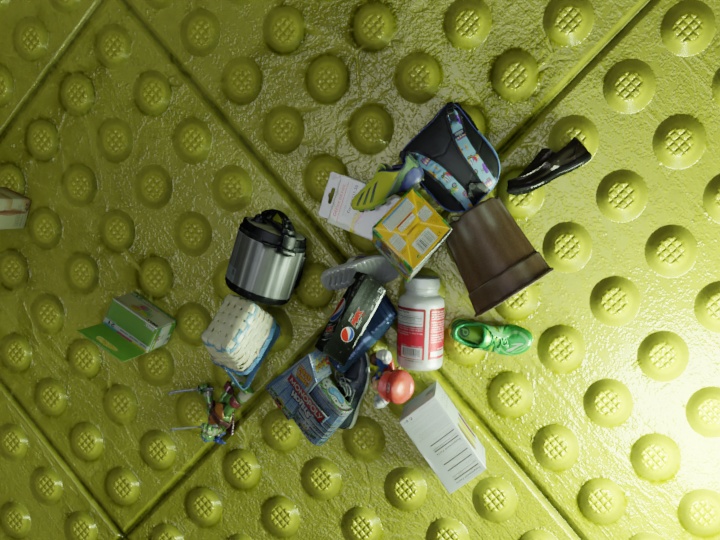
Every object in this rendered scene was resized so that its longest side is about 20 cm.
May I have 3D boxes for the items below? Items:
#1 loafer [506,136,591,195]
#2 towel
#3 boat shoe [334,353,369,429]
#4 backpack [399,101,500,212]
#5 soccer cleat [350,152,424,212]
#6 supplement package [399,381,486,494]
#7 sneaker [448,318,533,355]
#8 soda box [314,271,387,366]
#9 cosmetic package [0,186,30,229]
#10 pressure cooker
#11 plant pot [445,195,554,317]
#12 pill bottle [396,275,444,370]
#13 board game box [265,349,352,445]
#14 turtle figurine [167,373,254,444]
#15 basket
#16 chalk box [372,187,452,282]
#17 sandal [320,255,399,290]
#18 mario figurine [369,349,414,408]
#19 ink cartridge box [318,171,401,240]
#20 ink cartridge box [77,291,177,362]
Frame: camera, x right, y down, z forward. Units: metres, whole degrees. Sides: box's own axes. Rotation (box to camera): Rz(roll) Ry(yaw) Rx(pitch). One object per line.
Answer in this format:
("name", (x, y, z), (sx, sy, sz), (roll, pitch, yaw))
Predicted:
("loafer", (0.407, -0.231, 1.259), (0.195, 0.073, 0.073), (-25, 85, 4))
("towel", (0.001, 0.145, 1.355), (0.200, 0.113, 0.048), (-45, 130, 9))
("boat shoe", (-0.031, 0.289, 1.385), (0.074, 0.060, 0.207), (33, 111, 50))
("backpack", (0.207, -0.237, 1.259), (0.182, 0.134, 0.201), (-43, 86, 11))
("soccer cleat", (0.049, -0.192, 1.235), (0.196, 0.065, 0.085), (-21, 115, 37))
("supplement package", (0.194, 0.388, 1.333), (0.108, 0.114, 0.202), (-37, 89, 13))
("sneaker", (0.298, 0.159, 1.305), (0.192, 0.084, 0.077), (6, 96, 10))
("soda box", (-0.023, 0.109, 1.304), (0.070, 0.063, 0.204), (34, 81, -23))
("cosmetic package", (-0.971, -0.163, 1.465), (0.100, 0.200, 0.090), (23, 101, 7))
("pressure cooker", (-0.216, -0.040, 1.340), (0.171, 0.178, 0.207), (20, 100, 11))
("plant pot", (0.287, -0.037, 1.244), (0.197, 0.200, 0.203), (-31, 81, 12))
("pill bottle", (0.140, 0.118, 1.318), (0.108, 0.112, 0.209), (3, 96, 10))
("board game box", (-0.116, 0.289, 1.352), (0.201, 0.061, 0.202), (49, 128, 18))
("turtle figurine", (-0.371, 0.332, 1.420), (0.199, 0.144, 0.195), (43, 94, -8))
("basket", (-0.271, 0.162, 1.340), (0.135, 0.202, 0.179), (13, 59, 31))
("chalk box", (0.105, -0.069, 1.237), (0.124, 0.200, 0.124), (-45, 84, -7))
("sandal", (-0.001, -0.006, 1.362), (0.195, 0.051, 0.084), (-9, 131, 0))
("mario figurine", (0.048, 0.247, 1.296), (0.105, 0.200, 0.124), (-41, 99, -7))
("ink cartridge box", (-0.005, -0.149, 1.343), (0.194, 0.067, 0.120), (21, 99, 8))
("ink cartridge box", (-0.574, 0.138, 1.416), (0.145, 0.200, 0.077), (32, 100, 6))
